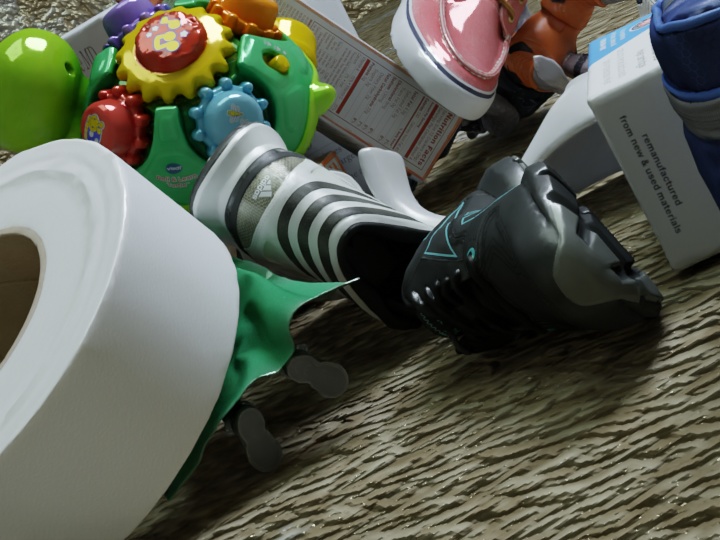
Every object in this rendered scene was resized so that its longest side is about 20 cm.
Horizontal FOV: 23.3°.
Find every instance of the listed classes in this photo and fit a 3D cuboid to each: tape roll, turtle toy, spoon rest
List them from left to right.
[{"bbox_3d":[-0.148,0.044,0.748,0.202,0.071,0.203,-29,40,27],"label":"tape roll"},{"bbox_3d":[-0.112,-0.091,0.937,0.200,0.101,0.146,-4,54,11],"label":"turtle toy"},{"bbox_3d":[0.095,-0.058,0.890,0.200,0.061,0.099,-15,-11,31],"label":"spoon rest"}]

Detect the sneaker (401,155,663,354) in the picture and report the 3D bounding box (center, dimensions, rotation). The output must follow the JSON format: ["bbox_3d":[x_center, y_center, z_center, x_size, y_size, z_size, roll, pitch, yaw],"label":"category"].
[{"bbox_3d":[0.063,0.006,0.693,0.079,0.075,0.200,-41,4,2],"label":"sneaker"}]

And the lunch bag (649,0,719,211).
[{"bbox_3d":[0.197,-0.082,0.560,0.200,0.132,0.136,-26,11,12],"label":"lunch bag"}]

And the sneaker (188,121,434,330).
[{"bbox_3d":[0.000,0.000,0.857,0.076,0.115,0.200,-56,-20,1],"label":"sneaker"}]

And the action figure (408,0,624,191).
[{"bbox_3d":[0.102,-0.116,1.151,0.200,0.105,0.193,-64,18,-18],"label":"action figure"}]

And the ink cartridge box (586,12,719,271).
[{"bbox_3d":[0.201,-0.093,0.725,0.200,0.084,0.146,-26,11,14],"label":"ink cartridge box"}]

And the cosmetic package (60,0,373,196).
[{"bbox_3d":[-0.093,-0.115,1.234,0.165,0.200,0.165,-32,11,-22],"label":"cosmetic package"}]

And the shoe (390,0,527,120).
[{"bbox_3d":[0.074,-0.176,1.074,0.091,0.071,0.200,-48,21,27],"label":"shoe"}]

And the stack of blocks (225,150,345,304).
[{"bbox_3d":[-0.076,0.006,1.010,0.115,0.059,0.200,-24,12,24],"label":"stack of blocks"}]

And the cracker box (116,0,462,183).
[{"bbox_3d":[-0.046,-0.135,1.088,0.058,0.200,0.134,-58,21,0],"label":"cracker box"}]

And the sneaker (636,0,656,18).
[{"bbox_3d":[0.271,-0.213,1.157,0.129,0.080,0.199,-10,-17,-17],"label":"sneaker"}]

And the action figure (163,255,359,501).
[{"bbox_3d":[-0.078,0.028,0.794,0.118,0.055,0.200,-45,31,-9],"label":"action figure"}]
